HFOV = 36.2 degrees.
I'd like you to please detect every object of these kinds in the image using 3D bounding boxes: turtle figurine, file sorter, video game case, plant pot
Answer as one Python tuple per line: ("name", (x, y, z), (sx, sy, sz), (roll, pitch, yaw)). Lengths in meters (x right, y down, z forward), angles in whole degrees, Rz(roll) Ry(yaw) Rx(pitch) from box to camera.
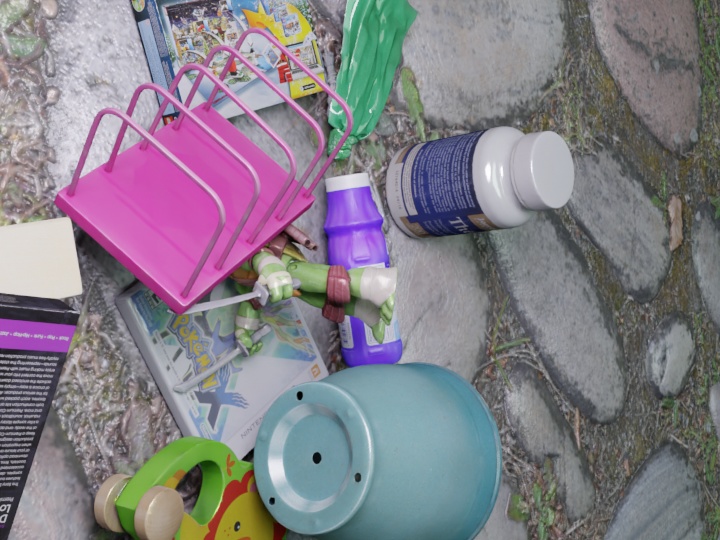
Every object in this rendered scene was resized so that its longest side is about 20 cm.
("turtle figurine", (-0.070, 0.042, 0.995), (0.201, 0.192, 0.145), (-85, -175, -54))
("file sorter", (-0.119, -0.093, 0.903), (0.139, 0.126, 0.200), (41, 43, 5))
("video game case", (-0.126, 0.068, 1.065), (0.182, 0.022, 0.202), (-41, 115, -41))
("plant pot", (0.004, 0.178, 1.044), (0.187, 0.198, 0.203), (17, 74, -54))

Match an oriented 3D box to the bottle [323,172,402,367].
("bottle", (0.000, 0.000, 1.163), (0.064, 0.084, 0.203), (-9, 93, -6))

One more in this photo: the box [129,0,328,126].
("box", (-0.124, -0.224, 1.083), (0.199, 0.037, 0.138), (-25, 105, -45))

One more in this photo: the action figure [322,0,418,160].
("action figure", (-0.002, -0.217, 1.202), (0.118, 0.054, 0.202), (25, 76, -44))

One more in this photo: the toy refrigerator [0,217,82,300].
("toy refrigerator", (-0.317, 0.009, 0.828), (0.199, 0.075, 0.071), (-14, 96, -47))

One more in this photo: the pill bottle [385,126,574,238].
("pill bottle", (0.133, -0.099, 1.228), (0.110, 0.199, 0.112), (6, 82, -45))

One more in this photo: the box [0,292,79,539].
("box", (-0.299, 0.112, 0.805), (0.142, 0.036, 0.202), (11, 100, -52))

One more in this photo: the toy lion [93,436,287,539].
("toy lion", (-0.134, 0.236, 0.999), (0.191, 0.068, 0.202), (-40, 127, -48))
